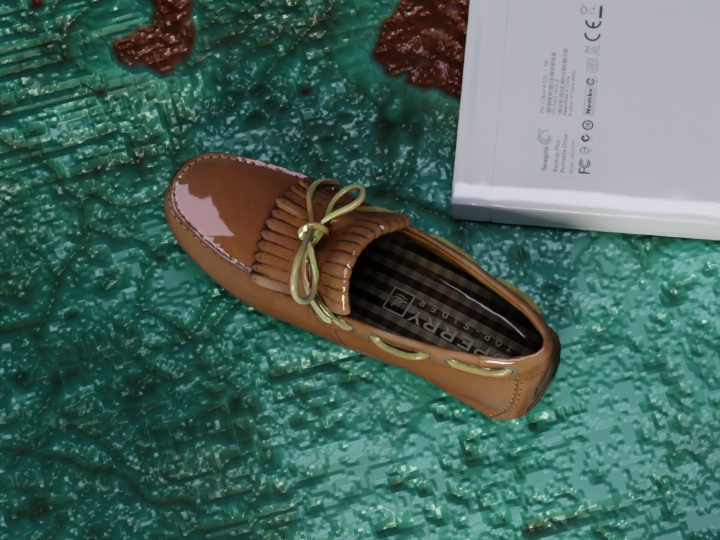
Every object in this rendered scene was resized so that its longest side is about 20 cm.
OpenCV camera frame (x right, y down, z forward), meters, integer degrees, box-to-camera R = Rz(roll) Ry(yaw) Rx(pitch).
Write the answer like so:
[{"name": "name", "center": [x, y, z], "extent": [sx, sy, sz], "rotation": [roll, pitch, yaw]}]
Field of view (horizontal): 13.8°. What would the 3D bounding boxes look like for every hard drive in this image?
[{"name": "hard drive", "center": [0.148, -0.080, 1.424], "extent": [0.199, 0.027, 0.133], "rotation": [4, 66, 4]}]

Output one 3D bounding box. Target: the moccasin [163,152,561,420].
[{"name": "moccasin", "center": [-0.001, 0.001, 1.364], "extent": [0.201, 0.078, 0.074], "rotation": [33, 71, 15]}]
